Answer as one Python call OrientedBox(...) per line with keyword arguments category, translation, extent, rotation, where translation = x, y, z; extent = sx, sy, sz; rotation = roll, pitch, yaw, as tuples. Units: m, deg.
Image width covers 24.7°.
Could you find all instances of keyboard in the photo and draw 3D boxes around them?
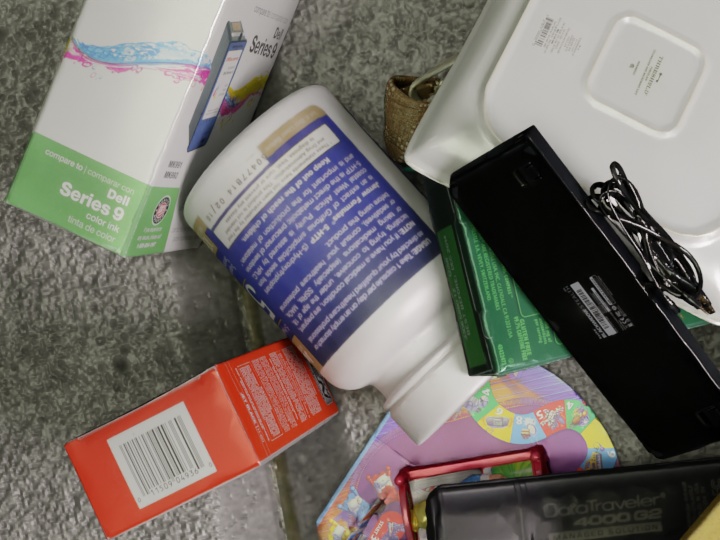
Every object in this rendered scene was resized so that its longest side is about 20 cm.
OrientedBox(category="keyboard", translation=(0.140, 0.006, 0.870), extent=(0.201, 0.040, 0.104), rotation=(51, 141, -11))

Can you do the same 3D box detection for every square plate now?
OrientedBox(category="square plate", translation=(0.153, -0.101, 0.901), extent=(0.197, 0.028, 0.201), rotation=(27, 74, 3))

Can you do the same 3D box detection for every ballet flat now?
OrientedBox(category="ballet flat", translation=(0.102, -0.109, 0.973), extent=(0.198, 0.071, 0.066), rotation=(-13, 110, 18))

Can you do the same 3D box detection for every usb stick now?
OrientedBox(category="usb stick", translation=(0.136, 0.147, 0.984), extent=(0.198, 0.033, 0.056), rotation=(-5, 84, -6))

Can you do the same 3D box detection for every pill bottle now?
OrientedBox(category="pill bottle", translation=(0.000, 0.000, 0.984), extent=(0.120, 0.120, 0.200), rotation=(-43, 83, 10))

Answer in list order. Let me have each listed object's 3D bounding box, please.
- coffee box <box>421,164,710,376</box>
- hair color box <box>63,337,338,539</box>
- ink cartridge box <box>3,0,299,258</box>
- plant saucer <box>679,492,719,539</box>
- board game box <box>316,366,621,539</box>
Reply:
OrientedBox(category="coffee box", translation=(0.143, -0.017, 0.946), extent=(0.198, 0.044, 0.124), rotation=(-13, 88, -21))
OrientedBox(category="hair color box", translation=(-0.086, 0.092, 0.965), extent=(0.101, 0.200, 0.062), rotation=(-27, 87, 11))
OrientedBox(category="ink cartridge box", translation=(-0.117, -0.117, 0.989), extent=(0.087, 0.145, 0.202), rotation=(23, 96, 10))
OrientedBox(category="plant saucer", translation=(0.253, 0.168, 0.891), extent=(0.198, 0.049, 0.201), rotation=(19, 132, -11))
OrientedBox(category="board game box", translation=(0.067, 0.152, 1.018), extent=(0.157, 0.039, 0.201), rotation=(35, 99, 8))
